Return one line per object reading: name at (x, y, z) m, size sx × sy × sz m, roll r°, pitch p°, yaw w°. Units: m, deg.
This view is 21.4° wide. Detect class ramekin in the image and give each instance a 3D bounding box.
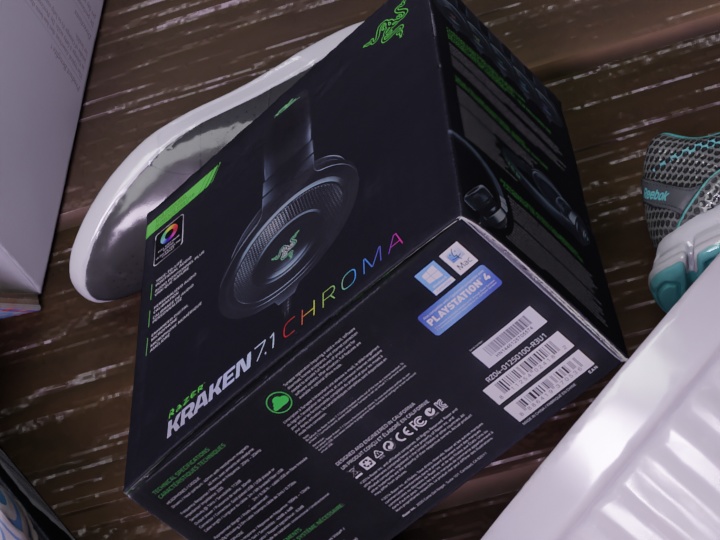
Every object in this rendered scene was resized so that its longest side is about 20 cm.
ramekin at (0.130, 0.079, 0.695) m, size 0.105 × 0.200 × 0.200 m, roll 41°, pitch 79°, yaw 9°

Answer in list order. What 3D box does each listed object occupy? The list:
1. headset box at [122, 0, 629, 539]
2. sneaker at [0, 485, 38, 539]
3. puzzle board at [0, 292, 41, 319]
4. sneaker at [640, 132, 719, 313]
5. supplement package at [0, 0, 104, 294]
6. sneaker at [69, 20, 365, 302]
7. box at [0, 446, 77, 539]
headset box at (0.000, 0.000, 0.760) m, size 0.174 × 0.093 × 0.201 m, roll -39°, pitch 28°, yaw 22°
sneaker at (-0.222, 0.094, 0.754) m, size 0.198 × 0.073 × 0.073 m, roll 3°, pitch 64°, yaw 22°
puzzle board at (-0.267, 0.037, 0.888) m, size 0.198 × 0.151 × 0.018 m, roll -13°, pitch 86°, yaw 12°
sneaker at (0.208, -0.053, 0.816) m, size 0.198 × 0.078 × 0.092 m, roll -19°, pitch 53°, yaw 6°
supplement package at (-0.215, -0.099, 0.959) m, size 0.116 × 0.117 × 0.202 m, roll -2°, pitch 60°, yaw 17°
sneaker at (-0.039, -0.031, 0.886) m, size 0.199 × 0.071 × 0.099 m, roll -34°, pitch 51°, yaw -7°
box at (-0.220, 0.158, 0.821) m, size 0.200 × 0.105 × 0.148 m, roll -42°, pitch 57°, yaw -7°
